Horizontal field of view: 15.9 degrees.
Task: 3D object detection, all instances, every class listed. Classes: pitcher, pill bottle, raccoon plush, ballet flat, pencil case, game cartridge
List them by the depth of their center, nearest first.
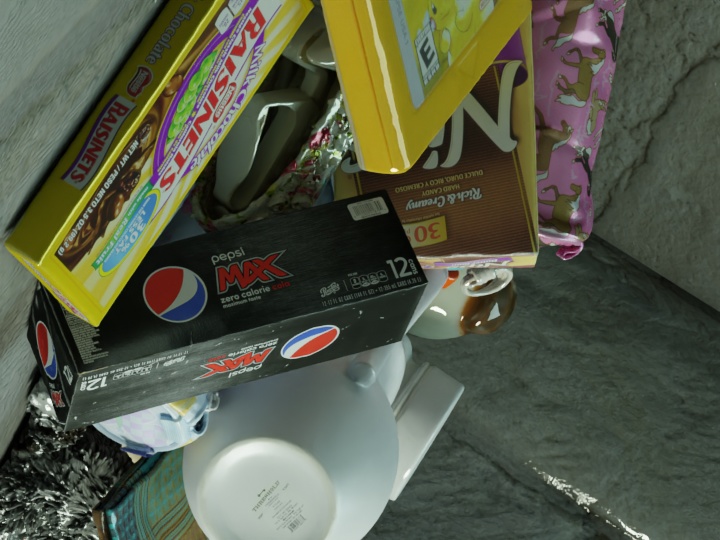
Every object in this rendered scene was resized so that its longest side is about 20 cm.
[{"bbox_3d":[0.030,-0.179,1.328,0.176,0.032,0.200,-53,142,-43],"label":"game cartridge"},{"bbox_3d":[-0.030,-0.095,1.384,0.064,0.076,0.200,15,103,-54],"label":"ballet flat"},{"bbox_3d":[-0.091,0.007,1.457,0.200,0.091,0.083,-62,143,-31],"label":"pencil case"},{"bbox_3d":[-0.018,0.077,1.498,0.172,0.121,0.200,-52,-177,22],"label":"pitcher"},{"bbox_3d":[-0.149,0.143,1.524,0.097,0.134,0.200,-55,175,-17],"label":"raccoon plush"},{"bbox_3d":[0.111,-0.110,1.542,0.083,0.086,0.200,18,82,-60],"label":"pencil case"},{"bbox_3d":[-0.035,0.068,1.792,0.114,0.200,0.114,-57,175,-8],"label":"pill bottle"}]

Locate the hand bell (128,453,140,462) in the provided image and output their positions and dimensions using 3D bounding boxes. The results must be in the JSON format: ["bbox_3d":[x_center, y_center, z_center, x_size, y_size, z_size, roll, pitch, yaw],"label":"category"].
[{"bbox_3d":[-0.095,0.161,1.794,0.104,0.200,0.104,-57,175,-7],"label":"hand bell"}]

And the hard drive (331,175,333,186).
[{"bbox_3d":[-0.027,-0.078,1.652,0.200,0.025,0.132,114,-22,-57],"label":"hard drive"}]

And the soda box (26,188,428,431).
[{"bbox_3d":[-0.070,0.020,1.359,0.200,0.063,0.071,-14,155,-21],"label":"soda box"}]

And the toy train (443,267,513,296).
[{"bbox_3d":[0.000,0.000,1.619,0.200,0.056,0.150,-20,158,-14],"label":"toy train"}]

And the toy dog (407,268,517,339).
[{"bbox_3d":[0.057,-0.050,1.793,0.194,0.139,0.200,-55,141,-61],"label":"toy dog"}]

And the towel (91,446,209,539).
[{"bbox_3d":[-0.097,0.161,1.543,0.200,0.022,0.147,-50,129,-61],"label":"towel"}]

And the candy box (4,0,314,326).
[{"bbox_3d":[-0.094,-0.074,1.248,0.200,0.026,0.102,-57,163,-10],"label":"candy box"}]

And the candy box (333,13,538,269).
[{"bbox_3d":[0.041,-0.101,1.478,0.056,0.117,0.200,74,14,-83],"label":"candy box"}]

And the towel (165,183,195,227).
[{"bbox_3d":[-0.087,-0.086,1.366,0.200,0.024,0.147,-57,175,-11],"label":"towel"}]
